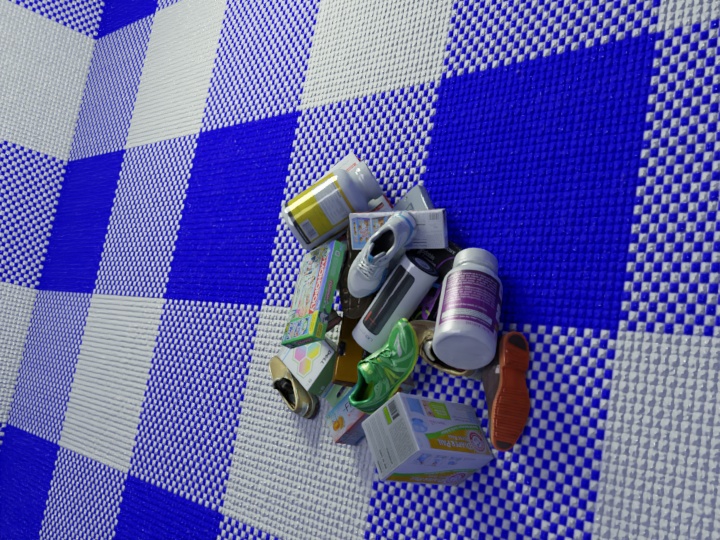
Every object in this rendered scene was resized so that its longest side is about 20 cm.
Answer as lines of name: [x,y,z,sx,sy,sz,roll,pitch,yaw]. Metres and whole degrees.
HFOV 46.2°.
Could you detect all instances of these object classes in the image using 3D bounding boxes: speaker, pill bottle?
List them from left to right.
pill bottle: [-0.055,-0.136,1.728,0.198,0.112,0.113,-33,50,6]
speaker: [0.066,0.066,1.628,0.201,0.081,0.081,-56,43,19]
pill bottle: [0.193,0.062,1.484,0.112,0.112,0.202,-26,37,40]

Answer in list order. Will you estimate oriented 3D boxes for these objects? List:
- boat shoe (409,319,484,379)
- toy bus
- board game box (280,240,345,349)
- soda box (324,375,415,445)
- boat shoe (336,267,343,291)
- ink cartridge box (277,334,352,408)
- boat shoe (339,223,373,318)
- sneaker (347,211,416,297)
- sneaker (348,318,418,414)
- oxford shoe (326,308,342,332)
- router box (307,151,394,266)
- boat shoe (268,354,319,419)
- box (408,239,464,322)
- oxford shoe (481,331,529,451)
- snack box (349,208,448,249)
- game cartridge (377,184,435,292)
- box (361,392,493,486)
boat shoe: [0.144,0.141,1.552,0.198,0.066,0.075,21,98,40]
toy bus: [-0.010,0.133,1.732,0.078,0.064,0.203,112,167,-73]
board game box: [-0.094,0.050,1.691,0.134,0.029,0.203,-23,49,56]
soda box: [0.017,0.262,1.680,0.200,0.063,0.069,-48,47,25]
boat shoe: [-0.046,-0.057,1.864,0.072,0.060,0.205,0,77,48]
ink cartridge box: [-0.090,0.200,1.814,0.104,0.059,0.200,-54,43,6]
boat shoe: [0.000,0.000,1.704,0.071,0.068,0.203,4,78,6]
sneaker: [0.024,-0.025,1.593,0.075,0.086,0.201,39,118,12]
sneaker: [0.043,0.182,1.562,0.074,0.083,0.202,42,112,46]
oxford shoe: [-0.090,0.090,1.736,0.070,0.075,0.200,-34,8,-12]
router box: [-0.040,-0.123,1.813,0.199,0.049,0.181,-38,64,11]
boat shoe: [-0.164,0.249,1.879,0.200,0.076,0.072,42,109,47]
box: [0.121,0.023,1.667,0.143,0.036,0.202,36,103,48]
oxford shoe: [0.245,0.209,1.449,0.073,0.070,0.203,-23,53,61]
snack box: [0.072,-0.078,1.618,0.197,0.024,0.073,0,101,27]
game cartridge: [0.082,-0.067,1.695,0.201,0.040,0.134,-53,37,28]
box: [0.117,0.294,1.450,0.101,0.198,0.114,-44,50,29]
